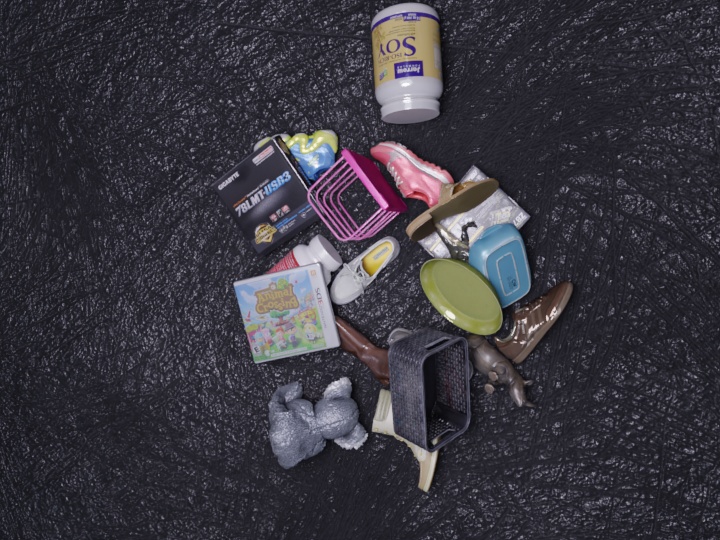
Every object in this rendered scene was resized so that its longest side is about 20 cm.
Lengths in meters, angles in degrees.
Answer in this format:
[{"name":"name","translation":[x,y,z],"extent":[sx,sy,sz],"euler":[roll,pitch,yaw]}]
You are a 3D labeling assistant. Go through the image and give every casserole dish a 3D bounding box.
[{"name":"casserole dish","translation":[0.286,0.000,1.064],"extent":[0.120,0.039,0.202],"euler":[-29,126,-6]}]

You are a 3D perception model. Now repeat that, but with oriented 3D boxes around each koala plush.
[{"name":"koala plush","translation":[-0.091,0.336,1.177],"extent":[0.196,0.184,0.181],"euler":[-15,90,2]}]

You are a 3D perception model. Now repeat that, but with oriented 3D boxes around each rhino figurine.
[{"name":"rhino figurine","translation":[0.284,0.209,1.103],"extent":[0.199,0.087,0.060],"euler":[41,130,14]}]

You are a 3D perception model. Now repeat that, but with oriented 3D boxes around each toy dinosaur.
[{"name":"toy dinosaur","translation":[0.213,-0.049,1.090],"extent":[0.088,0.047,0.202],"euler":[-36,83,21]}]

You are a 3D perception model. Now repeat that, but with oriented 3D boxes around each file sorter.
[{"name":"file sorter","translation":[-0.005,-0.146,1.108],"extent":[0.125,0.200,0.140],"euler":[-39,84,15]}]

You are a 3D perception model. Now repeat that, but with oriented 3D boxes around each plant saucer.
[{"name":"plant saucer","translation":[0.210,0.047,1.089],"extent":[0.200,0.201,0.031],"euler":[43,64,9]}]

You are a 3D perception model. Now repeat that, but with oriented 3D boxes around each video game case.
[{"name":"video game case","translation":[-0.157,0.092,1.138],"extent":[0.196,0.022,0.186],"euler":[-12,98,10]}]

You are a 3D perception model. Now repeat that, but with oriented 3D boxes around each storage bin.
[{"name":"storage bin","translation":[0.136,0.229,1.040],"extent":[0.093,0.134,0.204],"euler":[11,112,49]}]

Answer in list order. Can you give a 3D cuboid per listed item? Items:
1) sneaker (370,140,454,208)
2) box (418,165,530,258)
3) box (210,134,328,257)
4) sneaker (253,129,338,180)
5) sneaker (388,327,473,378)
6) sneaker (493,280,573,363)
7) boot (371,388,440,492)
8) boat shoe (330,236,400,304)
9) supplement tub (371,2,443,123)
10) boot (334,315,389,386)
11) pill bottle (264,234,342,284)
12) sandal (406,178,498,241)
[{"name":"sneaker","translation":[0.097,-0.204,1.132],"extent":[0.198,0.074,0.088],"euler":[30,83,10]},{"name":"box","translation":[0.233,-0.092,1.127],"extent":[0.161,0.049,0.201],"euler":[43,102,10]},{"name":"box","translation":[-0.204,-0.163,1.194],"extent":[0.198,0.050,0.200],"euler":[-29,103,21]},{"name":"sneaker","translation":[-0.144,-0.252,1.198],"extent":[0.196,0.076,0.107],"euler":[-6,92,13]},{"name":"sneaker","translation":[0.145,0.192,1.145],"extent":[0.197,0.082,0.076],"euler":[21,97,12]},{"name":"sneaker","translation":[0.355,0.095,1.095],"extent":[0.075,0.070,0.202],"euler":[35,100,11]},{"name":"boot","translation":[0.100,0.370,1.170],"extent":[0.152,0.072,0.204],"euler":[6,87,12]},{"name":"boat shoe","translation":[0.004,0.003,1.169],"extent":[0.201,0.086,0.075],"euler":[-39,84,12]},{"name":"supplement tub","translation":[0.097,-0.419,1.095],"extent":[0.143,0.145,0.204],"euler":[-4,92,14]},{"name":"boot","translation":[0.004,0.154,1.142],"extent":[0.199,0.187,0.064],"euler":[41,61,9]},{"name":"pill bottle","translation":[-0.139,0.017,1.191],"extent":[0.199,0.112,0.113],"euler":[-41,83,13]},{"name":"sandal","translation":[0.173,-0.146,1.076],"extent":[0.210,0.078,0.070],"euler":[-33,60,-1]}]
